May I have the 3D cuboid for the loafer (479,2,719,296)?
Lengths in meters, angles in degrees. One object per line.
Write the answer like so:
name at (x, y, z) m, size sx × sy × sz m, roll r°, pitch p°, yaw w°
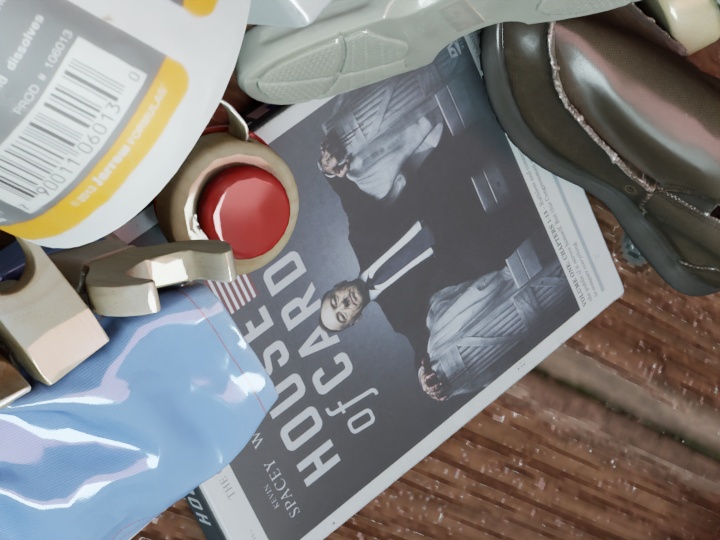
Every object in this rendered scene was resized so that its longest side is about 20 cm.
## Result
loafer at (0.117, -0.060, 0.848) m, size 0.200 × 0.071 × 0.073 m, roll 38°, pitch 57°, yaw -43°

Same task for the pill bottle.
pill bottle at (-0.136, -0.094, 0.587) m, size 0.199 × 0.116 × 0.117 m, roll 27°, pitch 82°, yaw -32°

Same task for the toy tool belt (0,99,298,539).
toy tool belt at (-0.083, 0.037, 0.690) m, size 0.200 × 0.123 × 0.125 m, roll -39°, pitch 117°, yaw -10°

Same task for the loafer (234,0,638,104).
loafer at (0.045, -0.117, 0.754) m, size 0.072 × 0.199 × 0.063 m, roll 47°, pitch 26°, yaw -71°

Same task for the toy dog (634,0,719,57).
toy dog at (0.144, -0.144, 0.816) m, size 0.132 × 0.096 × 0.200 m, roll -42°, pitch 141°, yaw 9°

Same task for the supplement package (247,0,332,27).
supplement package at (-0.064, -0.188, 0.688) m, size 0.117 × 0.117 × 0.200 m, roll -48°, pitch 122°, yaw -21°

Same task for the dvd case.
dvd case at (0.000, 0.000, 0.823) m, size 0.200 × 0.025 × 0.151 m, roll -37°, pitch 117°, yaw -25°
